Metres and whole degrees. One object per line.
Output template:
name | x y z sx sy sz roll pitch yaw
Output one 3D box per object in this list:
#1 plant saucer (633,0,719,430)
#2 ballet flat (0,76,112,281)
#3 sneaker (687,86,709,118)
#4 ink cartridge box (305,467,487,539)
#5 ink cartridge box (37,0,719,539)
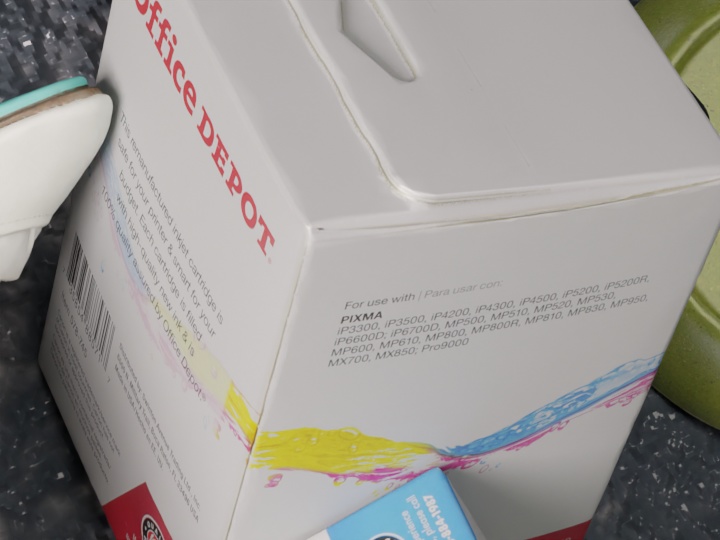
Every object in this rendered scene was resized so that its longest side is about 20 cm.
plant saucer | 0.176 -0.033 0.930 0.198 0.031 0.202 1 78 -4
ballet flat | -0.157 0.003 0.754 0.199 0.069 0.070 -20 71 13
sneaker | 0.042 -0.083 0.914 0.200 0.083 0.072 49 18 29
ink cartridge box | -0.033 0.160 0.706 0.199 0.068 0.115 -29 46 2
ink cartridge box | 0.000 0.000 0.762 0.144 0.201 0.146 -9 49 -25
